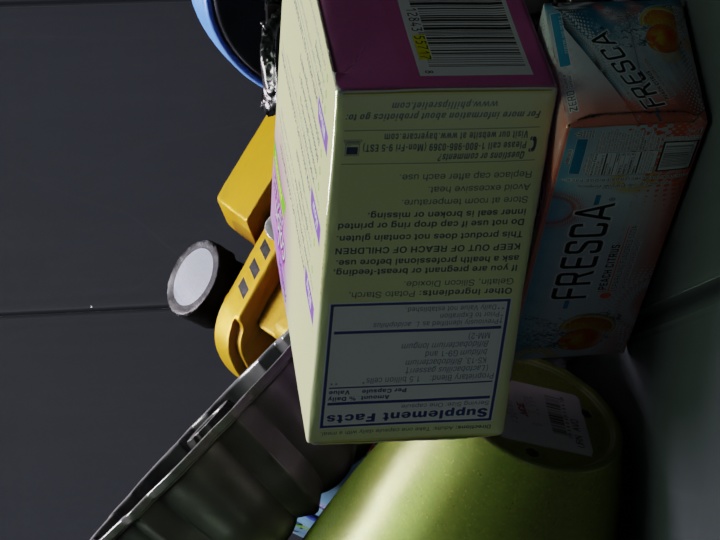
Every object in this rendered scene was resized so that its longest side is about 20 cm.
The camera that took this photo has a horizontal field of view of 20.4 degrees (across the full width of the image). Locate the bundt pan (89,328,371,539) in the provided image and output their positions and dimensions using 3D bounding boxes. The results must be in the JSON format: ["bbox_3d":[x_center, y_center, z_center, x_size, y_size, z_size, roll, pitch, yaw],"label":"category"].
[{"bbox_3d":[-0.061,0.111,1.121,0.076,0.202,0.202,45,174,-3],"label":"bundt pan"}]

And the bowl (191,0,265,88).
[{"bbox_3d":[-0.014,-0.200,1.317,0.040,0.199,0.202,-109,17,-53],"label":"bowl"}]

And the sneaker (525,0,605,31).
[{"bbox_3d":[0.092,-0.148,1.046,0.079,0.075,0.202,54,-154,-60],"label":"sneaker"}]

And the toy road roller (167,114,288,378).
[{"bbox_3d":[-0.025,-0.007,1.380,0.146,0.122,0.201,31,92,53],"label":"toy road roller"}]

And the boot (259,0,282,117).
[{"bbox_3d":[0.028,-0.094,1.118,0.201,0.166,0.077,-100,10,-45],"label":"boot"}]

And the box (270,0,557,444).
[{"bbox_3d":[0.017,-0.052,0.940,0.177,0.096,0.201,-103,15,-50],"label":"box"}]

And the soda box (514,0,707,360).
[{"bbox_3d":[0.104,-0.036,0.919,0.201,0.063,0.069,98,167,-57],"label":"soda box"}]

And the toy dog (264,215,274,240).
[{"bbox_3d":[0.000,0.000,1.243,0.132,0.096,0.201,37,-159,-39],"label":"toy dog"}]

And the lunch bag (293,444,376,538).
[{"bbox_3d":[0.003,0.147,1.322,0.200,0.149,0.095,115,177,-63],"label":"lunch bag"}]

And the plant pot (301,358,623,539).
[{"bbox_3d":[0.057,0.147,1.032,0.188,0.185,0.201,-101,28,-55],"label":"plant pot"}]
